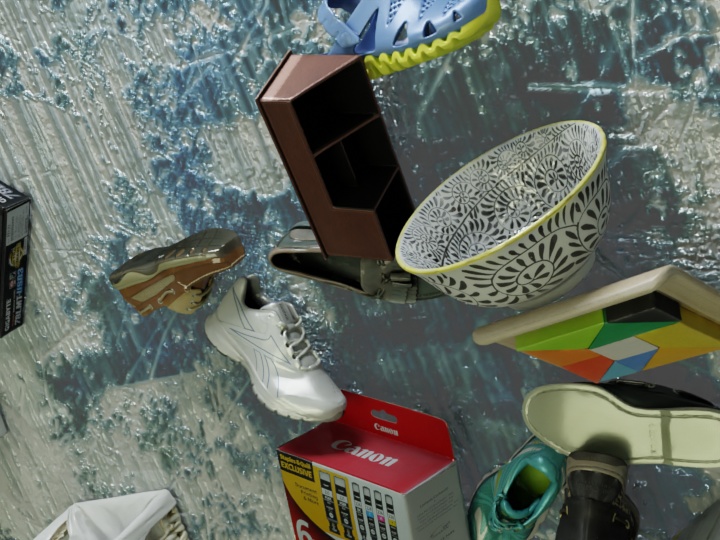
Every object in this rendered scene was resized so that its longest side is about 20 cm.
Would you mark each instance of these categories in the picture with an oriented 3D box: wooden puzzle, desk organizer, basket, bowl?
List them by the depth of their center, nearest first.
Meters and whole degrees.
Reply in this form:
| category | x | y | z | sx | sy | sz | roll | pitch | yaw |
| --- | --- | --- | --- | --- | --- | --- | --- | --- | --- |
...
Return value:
| category | x | y | z | sx | sy | sz | roll | pitch | yaw |
| --- | --- | --- | --- | --- | --- | --- | --- | --- | --- |
| wooden puzzle | 0.222 | 0.054 | 1.005 | 0.185 | 0.200 | 0.037 | -22 | 65 | 38 |
| bowl | 0.139 | -0.030 | 1.019 | 0.200 | 0.201 | 0.094 | -19 | 117 | 37 |
| desk organizer | -0.017 | -0.102 | 1.111 | 0.077 | 0.072 | 0.200 | 6 | 139 | 29 |
| basket | -0.322 | 0.377 | 1.544 | 0.200 | 0.136 | 0.124 | -15 | 107 | 36 |

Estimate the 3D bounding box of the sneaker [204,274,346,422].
| category | x | y | z | sx | sy | sz | roll | pitch | yaw |
| --- | --- | --- | --- | --- | --- | --- | --- | --- | --- |
| sneaker | -0.087 | 0.084 | 1.278 | 0.200 | 0.074 | 0.087 | 40 | 120 | 24 |

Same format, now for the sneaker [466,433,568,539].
| category | x | y | z | sx | sy | sz | roll | pitch | yaw |
| --- | --- | --- | --- | --- | --- | --- | --- | --- | --- |
| sneaker | 0.152 | 0.230 | 1.200 | 0.077 | 0.080 | 0.200 | 37 | 128 | 13 |

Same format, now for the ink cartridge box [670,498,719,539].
| category | x | y | z | sx | sy | sz | roll | pitch | yaw |
| --- | --- | --- | --- | --- | --- | --- | --- | --- | --- |
| ink cartridge box | 0.319 | 0.332 | 1.099 | 0.145 | 0.145 | 0.200 | 42 | 127 | 10 |

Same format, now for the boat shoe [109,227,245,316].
| category | x | y | z | sx | sy | sz | roll | pitch | yaw |
| --- | --- | --- | --- | --- | --- | --- | --- | --- | --- |
| boat shoe | -0.195 | 0.007 | 1.329 | 0.200 | 0.076 | 0.074 | -13 | 110 | 45 |

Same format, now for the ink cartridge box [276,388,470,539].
| category | x | y | z | sx | sy | sz | roll | pitch | yaw |
| --- | --- | --- | --- | --- | --- | --- | --- | --- | --- |
| ink cartridge box | 0.010 | 0.230 | 1.260 | 0.200 | 0.084 | 0.176 | 9 | 117 | 46 |

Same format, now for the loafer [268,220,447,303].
| category | x | y | z | sx | sy | sz | roll | pitch | yaw |
| --- | --- | --- | --- | --- | --- | --- | --- | --- | --- |
| loafer | 0.000 | 0.000 | 1.199 | 0.199 | 0.063 | 0.072 | 12 | 118 | 28 |

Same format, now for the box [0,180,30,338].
| category | x | y | z | sx | sy | sz | roll | pitch | yaw |
| --- | --- | --- | --- | --- | --- | --- | --- | --- | --- |
| box | -0.509 | -0.043 | 1.519 | 0.200 | 0.050 | 0.199 | 28 | 123 | 20 |

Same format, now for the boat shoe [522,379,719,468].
| category | x | y | z | sx | sy | sz | roll | pitch | yaw |
| --- | --- | --- | --- | --- | --- | --- | --- | --- | --- |
| boat shoe | 0.251 | 0.136 | 1.101 | 0.199 | 0.066 | 0.075 | 0 | 98 | 27 |

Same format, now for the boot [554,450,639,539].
| category | x | y | z | sx | sy | sz | roll | pitch | yaw |
| --- | --- | --- | --- | --- | --- | --- | --- | --- | --- |
| boot | 0.212 | 0.270 | 1.096 | 0.073 | 0.151 | 0.200 | 6 | 148 | 15 |

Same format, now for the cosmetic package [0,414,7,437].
| category | x | y | z | sx | sy | sz | roll | pitch | yaw |
| --- | --- | --- | --- | --- | --- | --- | --- | --- | --- |
| cosmetic package | -0.620 | 0.187 | 1.600 | 0.166 | 0.200 | 0.168 | 0 | 111 | 33 |

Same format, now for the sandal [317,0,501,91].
| category | x | y | z | sx | sy | sz | roll | pitch | yaw |
| --- | --- | --- | --- | --- | --- | --- | --- | --- | --- |
| sandal | 0.031 | -0.222 | 1.068 | 0.199 | 0.079 | 0.087 | -11 | 102 | 34 |
